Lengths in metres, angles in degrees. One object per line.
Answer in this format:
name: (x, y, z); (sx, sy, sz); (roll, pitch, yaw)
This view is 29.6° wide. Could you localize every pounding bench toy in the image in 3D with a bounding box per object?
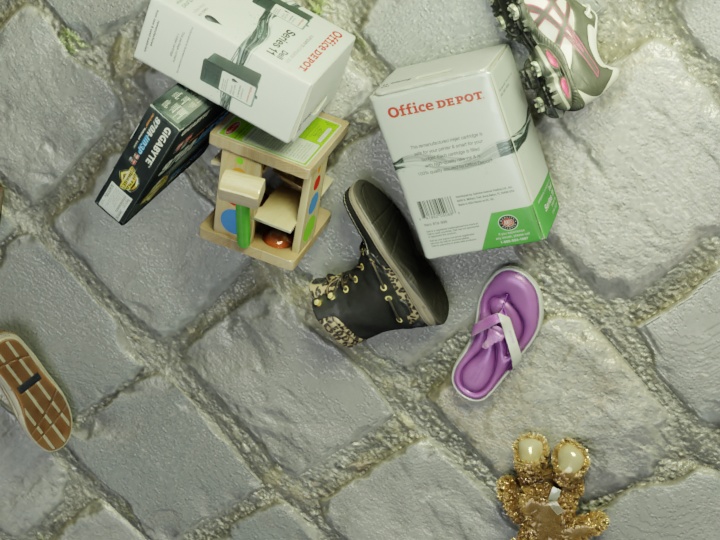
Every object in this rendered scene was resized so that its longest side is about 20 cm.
pounding bench toy: (-0.115, -0.080, 1.547); (0.123, 0.200, 0.157); (20, 126, 11)

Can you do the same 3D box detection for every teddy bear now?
teddy bear: (0.239, 0.292, 1.718); (0.143, 0.067, 0.202); (-11, 109, 19)

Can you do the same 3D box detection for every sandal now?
sandal: (0.162, 0.087, 1.622); (0.082, 0.050, 0.204); (24, 127, 9)

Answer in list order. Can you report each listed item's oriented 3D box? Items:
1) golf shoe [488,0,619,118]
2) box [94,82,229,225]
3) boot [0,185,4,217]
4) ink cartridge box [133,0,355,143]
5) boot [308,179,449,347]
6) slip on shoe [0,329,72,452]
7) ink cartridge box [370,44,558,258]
golf shoe: (0.188, -0.259, 1.389); (0.087, 0.077, 0.202); (-25, 94, -10)
box: (-0.205, -0.157, 1.539); (0.046, 0.200, 0.159); (39, 127, 0)
boot: (-0.589, -0.080, 1.813); (0.199, 0.064, 0.187); (35, 98, -3)
ink cartridge box: (-0.123, -0.243, 1.483); (0.198, 0.147, 0.084); (29, 127, 3)
boot: (0.000, 0.000, 1.630); (0.149, 0.073, 0.201); (-21, 115, 33)
slip on shoe: (-0.480, 0.170, 1.962); (0.060, 0.076, 0.201); (30, 152, 57)
ink cartridge box: (0.115, -0.128, 1.477); (0.145, 0.083, 0.202); (-8, 116, 27)
